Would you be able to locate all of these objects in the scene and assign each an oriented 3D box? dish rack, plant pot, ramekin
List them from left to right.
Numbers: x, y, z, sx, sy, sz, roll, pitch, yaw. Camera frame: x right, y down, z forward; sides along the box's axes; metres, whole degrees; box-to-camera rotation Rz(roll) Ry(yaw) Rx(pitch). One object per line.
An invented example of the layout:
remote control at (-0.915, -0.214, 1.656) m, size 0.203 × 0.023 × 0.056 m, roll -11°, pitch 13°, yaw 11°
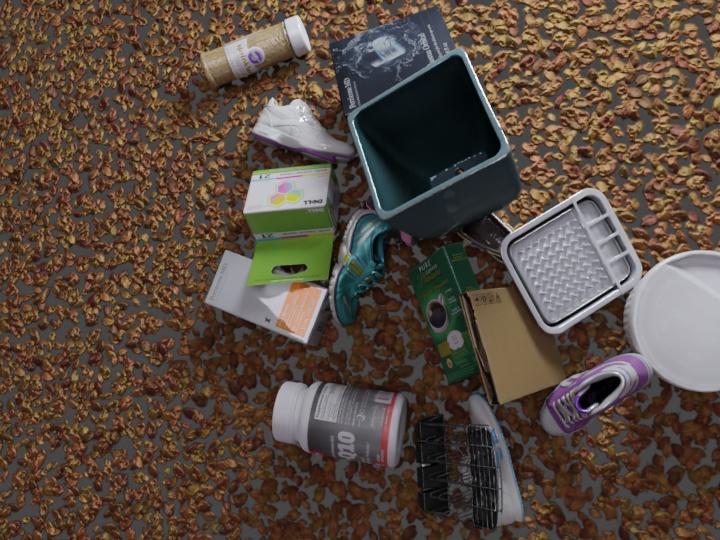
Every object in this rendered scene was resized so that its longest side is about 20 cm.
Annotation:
plant pot at (0.128, -0.158, 0.937) m, size 0.195 × 0.200 × 0.197 m, roll -26°, pitch 61°, yaw 18°
dish rack at (0.147, 0.293, 0.920) m, size 0.054 × 0.200 × 0.154 m, roll 2°, pitch 79°, yaw -28°
dish rack at (0.322, -0.014, 0.978) m, size 0.199 × 0.044 × 0.172 m, roll -30°, pitch 92°, yaw -11°
ramekin at (0.489, 0.075, 0.928) m, size 0.201 × 0.094 × 0.204 m, roll -1°, pitch 84°, yaw 5°

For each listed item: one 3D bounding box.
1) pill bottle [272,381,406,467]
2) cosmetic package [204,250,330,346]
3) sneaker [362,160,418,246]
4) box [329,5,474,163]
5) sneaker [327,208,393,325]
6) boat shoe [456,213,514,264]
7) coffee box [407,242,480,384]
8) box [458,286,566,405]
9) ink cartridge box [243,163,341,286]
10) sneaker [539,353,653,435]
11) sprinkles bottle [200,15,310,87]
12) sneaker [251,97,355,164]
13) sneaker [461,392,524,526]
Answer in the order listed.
pill bottle at (-0.032, 0.241, 1.001) m, size 0.199 × 0.114 × 0.115 m, roll 6°, pitch 82°, yaw 12°
cosmetic package at (-0.153, 0.048, 1.079) m, size 0.199 × 0.071 × 0.102 m, roll 19°, pitch 85°, yaw 14°
sneaker at (0.043, -0.135, 1.077) m, size 0.095 × 0.079 × 0.201 m, roll -10°, pitch 77°, yaw 22°
box at (0.067, -0.307, 1.038) m, size 0.199 × 0.118 × 0.198 m, roll -17°, pitch 53°, yaw 8°
sneaker at (0.000, 0.000, 1.034) m, size 0.079 × 0.077 × 0.201 m, roll 19°, pitch 103°, yaw 20°
boat shoe at (0.185, -0.082, 1.040) m, size 0.200 × 0.060 × 0.072 m, roll 38°, pitch 90°, yaw 14°
coffee box at (0.150, 0.069, 0.992) m, size 0.044 × 0.123 × 0.201 m, roll -13°, pitch 74°, yaw -28°
box at (0.233, 0.105, 0.941) m, size 0.021 × 0.199 × 0.164 m, roll -24°, pitch 76°, yaw 42°
ink cartridge box at (-0.118, -0.079, 1.047) m, size 0.147 × 0.076 × 0.201 m, roll -4°, pitch 49°, yaw 11°
sneaker at (0.313, 0.188, 0.905) m, size 0.073 × 0.114 × 0.201 m, roll 55°, pitch 132°, yaw 21°
sprinkles bottle at (-0.195, -0.405, 1.165) m, size 0.199 × 0.068 × 0.069 m, roll -18°, pitch 78°, yaw 8°
sneaker at (-0.096, -0.252, 1.116) m, size 0.199 × 0.075 × 0.100 m, roll 21°, pitch 86°, yaw 14°
sneaker at (0.192, 0.291, 0.969) m, size 0.080 × 0.077 × 0.201 m, roll -15°, pitch 76°, yaw 10°
